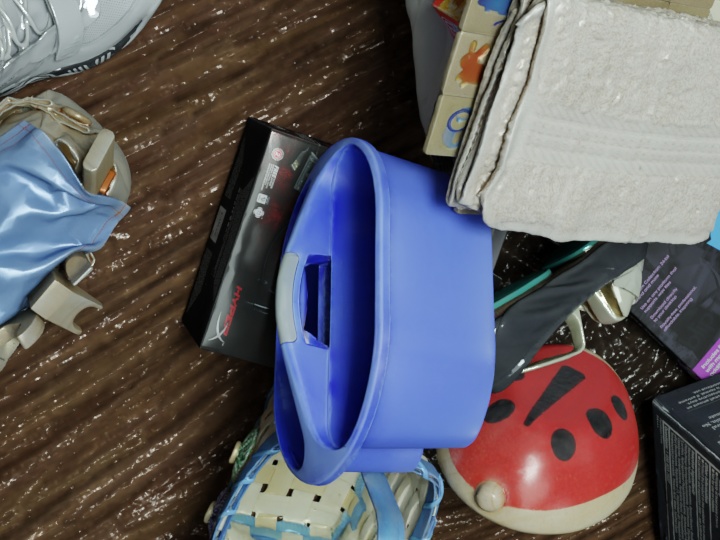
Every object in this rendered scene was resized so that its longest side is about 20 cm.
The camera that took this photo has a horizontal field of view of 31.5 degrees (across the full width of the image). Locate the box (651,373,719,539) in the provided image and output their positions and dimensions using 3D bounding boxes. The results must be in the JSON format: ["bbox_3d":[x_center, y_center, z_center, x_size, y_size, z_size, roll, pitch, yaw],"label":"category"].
[{"bbox_3d":[0.318,0.203,0.926,0.122,0.198,0.201,-18,119,-13],"label":"box"}]

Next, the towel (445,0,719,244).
[{"bbox_3d":[0.145,-0.081,0.700,0.199,0.034,0.133,1,118,-33],"label":"towel"}]

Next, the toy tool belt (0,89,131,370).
[{"bbox_3d":[-0.213,-0.009,0.761,0.125,0.123,0.200,36,91,-22],"label":"toy tool belt"}]

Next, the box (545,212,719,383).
[{"bbox_3d":[0.243,-0.023,0.952,0.200,0.036,0.143,40,89,-21],"label":"box"}]

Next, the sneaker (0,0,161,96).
[{"bbox_3d":[-0.198,-0.141,0.735,0.199,0.115,0.076,-27,102,-10],"label":"sneaker"}]

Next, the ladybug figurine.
[{"bbox_3d":[0.126,0.106,0.866,0.135,0.200,0.072,26,117,15],"label":"ladybug figurine"}]

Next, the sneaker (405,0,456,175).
[{"bbox_3d":[0.062,-0.147,0.759,0.074,0.087,0.201,-12,123,-16],"label":"sneaker"}]

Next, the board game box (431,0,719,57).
[{"bbox_3d":[0.156,-0.158,0.723,0.200,0.046,0.152,-43,131,-3],"label":"board game box"}]

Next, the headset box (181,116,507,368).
[{"bbox_3d":[0.000,0.000,0.857,0.199,0.075,0.150,18,97,-21],"label":"headset box"}]

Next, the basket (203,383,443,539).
[{"bbox_3d":[-0.026,0.179,0.816,0.138,0.200,0.177,14,113,-21],"label":"basket"}]

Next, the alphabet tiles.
[{"bbox_3d":[0.118,-0.120,0.687,0.165,0.006,0.201,1,117,-32],"label":"alphabet tiles"}]

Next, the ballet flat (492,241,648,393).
[{"bbox_3d":[0.139,0.017,0.854,0.200,0.073,0.073,-34,112,-28],"label":"ballet flat"}]

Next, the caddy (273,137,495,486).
[{"bbox_3d":[-0.001,0.024,0.730,0.104,0.141,0.201,12,64,-25],"label":"caddy"}]
